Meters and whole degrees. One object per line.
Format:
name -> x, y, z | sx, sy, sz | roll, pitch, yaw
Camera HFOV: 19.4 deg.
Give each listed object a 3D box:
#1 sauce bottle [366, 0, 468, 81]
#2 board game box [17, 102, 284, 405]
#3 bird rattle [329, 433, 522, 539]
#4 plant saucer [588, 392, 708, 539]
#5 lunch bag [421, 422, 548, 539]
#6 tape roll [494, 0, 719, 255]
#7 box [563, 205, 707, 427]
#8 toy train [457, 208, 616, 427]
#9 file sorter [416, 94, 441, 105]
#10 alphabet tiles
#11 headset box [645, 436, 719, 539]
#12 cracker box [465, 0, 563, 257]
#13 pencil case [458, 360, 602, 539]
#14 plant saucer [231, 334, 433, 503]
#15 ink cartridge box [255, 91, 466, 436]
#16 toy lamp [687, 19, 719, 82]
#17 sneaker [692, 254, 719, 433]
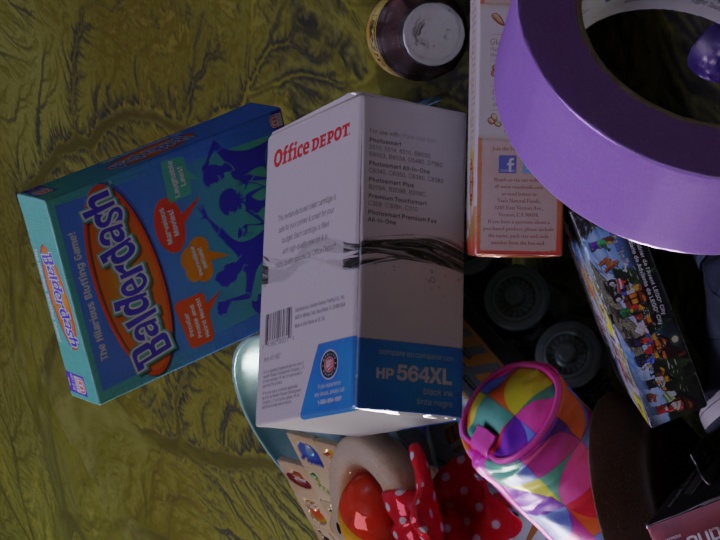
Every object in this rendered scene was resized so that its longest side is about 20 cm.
sauce bottle -> 0.039, -0.160, 1.411 | 0.200, 0.066, 0.066 | -109, -2, -85
board game box -> -0.130, -0.014, 1.483 | 0.045, 0.199, 0.153 | 14, 123, 53
bird rattle -> 0.023, 0.181, 1.442 | 0.163, 0.112, 0.201 | 47, 153, 38
plant saucer -> 0.206, 0.169, 1.346 | 0.034, 0.200, 0.201 | -23, 91, 24
lunch bag -> 0.131, 0.191, 1.549 | 0.170, 0.123, 0.201 | 35, 133, 50
tape roll -> 0.172, -0.107, 1.092 | 0.200, 0.199, 0.066 | 54, 154, 26
box -> 0.164, 0.013, 1.315 | 0.200, 0.037, 0.137 | -81, -29, -84
toy train -> 0.087, 0.046, 1.447 | 0.200, 0.114, 0.085 | 48, -177, 15
file sorter -> 0.022, -0.016, 1.573 | 0.123, 0.138, 0.201 | -15, 98, 62
alphabet tiles -> 0.020, 0.194, 1.562 | 0.199, 0.008, 0.168 | 10, 133, 49
headset box -> 0.248, 0.195, 1.269 | 0.201, 0.075, 0.149 | 66, -159, -1
cracker box -> 0.095, -0.108, 1.290 | 0.134, 0.057, 0.202 | -41, -49, -89
pencil case -> 0.143, 0.146, 1.375 | 0.200, 0.088, 0.088 | 49, 168, -34
plant saucer -> -0.012, 0.118, 1.558 | 0.200, 0.036, 0.201 | 34, 147, 25
ink cartridge box -> 0.000, 0.000, 1.362 | 0.146, 0.084, 0.201 | -16, 69, 61
toy lamp -> 0.256, -0.057, 1.143 | 0.200, 0.058, 0.058 | 56, 154, 23
sneaker -> 0.225, 0.006, 1.248 | 0.203, 0.076, 0.147 | 104, 146, -66
